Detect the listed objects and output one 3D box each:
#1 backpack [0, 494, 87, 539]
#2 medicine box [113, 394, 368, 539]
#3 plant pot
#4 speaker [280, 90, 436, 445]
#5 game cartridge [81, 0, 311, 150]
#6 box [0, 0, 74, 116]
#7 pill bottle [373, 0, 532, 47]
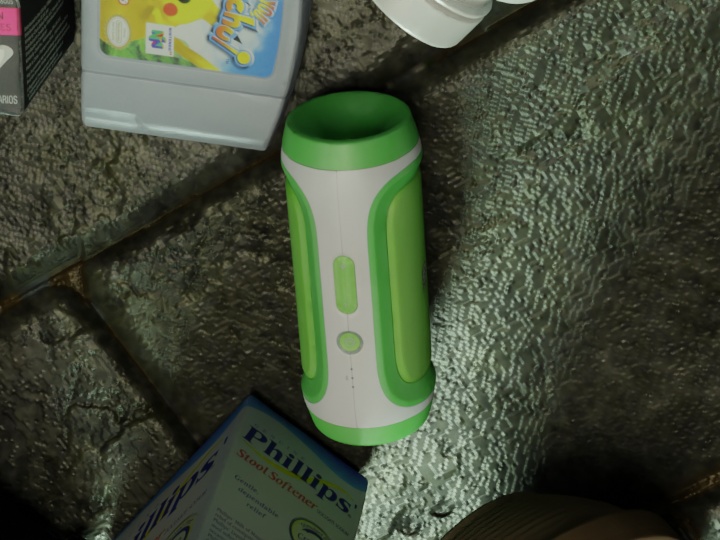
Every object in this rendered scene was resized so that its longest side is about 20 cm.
[{"bbox_3d":[-0.286,0.223,1.462,0.182,0.200,0.135,38,119,-11],"label":"backpack"},{"bbox_3d":[-0.100,0.211,1.416,0.103,0.200,0.182,37,119,-12],"label":"medicine box"},{"bbox_3d":[0.100,0.203,1.409,0.093,0.200,0.201,51,125,30],"label":"plant pot"},{"bbox_3d":[0.000,0.000,1.347,0.088,0.089,0.201,1,119,11],"label":"speaker"},{"bbox_3d":[-0.094,-0.166,1.307,0.132,0.041,0.201,6,119,4],"label":"game cartridge"},{"bbox_3d":[-0.233,-0.203,1.274,0.121,0.106,0.201,5,119,8],"label":"box"},{"bbox_3d":[0.087,-0.213,1.198,0.111,0.111,0.200,41,118,-11],"label":"pill bottle"}]
